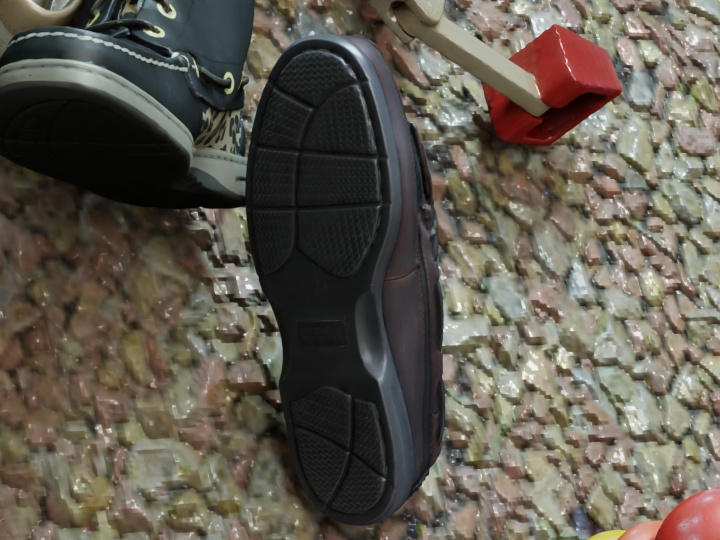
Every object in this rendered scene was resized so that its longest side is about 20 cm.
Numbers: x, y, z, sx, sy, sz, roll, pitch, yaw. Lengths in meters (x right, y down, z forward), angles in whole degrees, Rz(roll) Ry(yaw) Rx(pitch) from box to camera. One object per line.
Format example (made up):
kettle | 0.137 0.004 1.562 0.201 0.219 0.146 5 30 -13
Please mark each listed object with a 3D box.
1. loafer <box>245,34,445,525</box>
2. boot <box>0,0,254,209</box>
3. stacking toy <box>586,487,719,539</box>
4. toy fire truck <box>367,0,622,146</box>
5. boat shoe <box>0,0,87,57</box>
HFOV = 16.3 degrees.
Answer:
loafer | 0.000 0.000 1.010 0.063 0.072 0.200 -25 115 -54
boot | -0.086 -0.110 0.955 0.073 0.204 0.154 2 82 13
stacking toy | 0.092 0.134 0.950 0.085 0.200 0.085 14 62 -27
toy fire truck | 0.022 -0.141 1.105 0.200 0.049 0.141 17 47 -46
boat shoe | -0.117 -0.169 1.045 0.071 0.065 0.200 23 58 -22
